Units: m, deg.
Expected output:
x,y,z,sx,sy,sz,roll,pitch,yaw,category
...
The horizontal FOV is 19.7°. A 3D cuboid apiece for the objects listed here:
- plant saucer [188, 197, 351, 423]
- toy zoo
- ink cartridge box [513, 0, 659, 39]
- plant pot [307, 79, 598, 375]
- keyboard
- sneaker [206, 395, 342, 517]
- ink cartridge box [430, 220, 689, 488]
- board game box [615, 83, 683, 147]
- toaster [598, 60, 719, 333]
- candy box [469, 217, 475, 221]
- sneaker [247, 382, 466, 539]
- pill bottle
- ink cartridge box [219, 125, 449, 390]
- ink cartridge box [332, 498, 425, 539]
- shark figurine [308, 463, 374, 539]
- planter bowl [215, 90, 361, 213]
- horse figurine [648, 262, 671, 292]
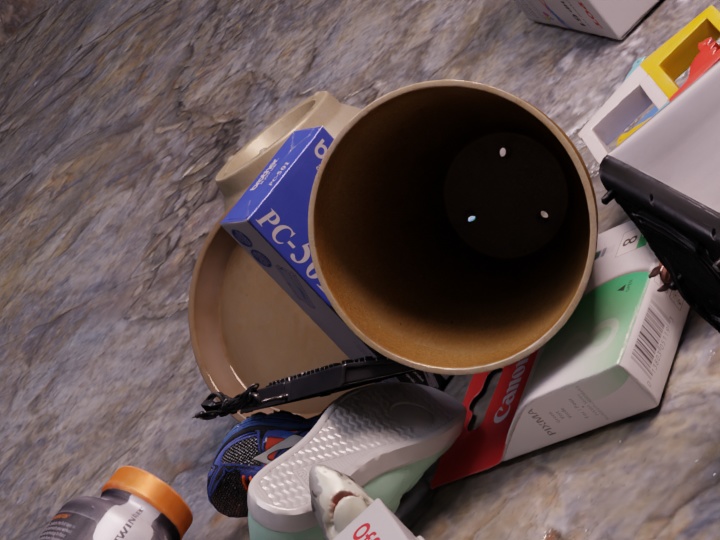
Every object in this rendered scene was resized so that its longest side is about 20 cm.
x,y,z,sx,sy,sz,roll,pitch,yaw,category
-0.048,0.030,1.604,0.200,0.201,0.029,-31,-19,29,plant saucer
0.214,-0.107,1.394,0.131,0.020,0.200,-44,23,12,toy zoo
0.170,-0.286,1.799,0.085,0.145,0.200,-46,21,-6,ink cartridge box
0.079,-0.041,1.395,0.186,0.187,0.200,-37,-1,16,plant pot
-0.040,0.079,1.420,0.127,0.021,0.200,-11,-5,-24,keyboard
-0.045,0.144,1.481,0.200,0.075,0.079,-25,31,43,sneaker
0.128,0.050,1.385,0.200,0.050,0.161,-23,29,39,ink cartridge box
0.260,-0.117,1.468,0.200,0.039,0.158,-37,8,24,board game box
0.237,-0.011,1.129,0.119,0.181,0.200,-41,22,-3,toaster
0.056,-0.003,1.638,0.200,0.026,0.102,-34,19,23,candy box
-0.007,0.155,1.376,0.074,0.118,0.200,28,38,30,sneaker
-0.206,0.241,1.534,0.106,0.106,0.200,-11,38,54,pill bottle
0.000,0.000,1.491,0.094,0.200,0.044,-52,23,-22,ink cartridge box
0.000,0.253,1.093,0.200,0.145,0.145,-43,21,1,ink cartridge box
-0.008,0.241,1.263,0.090,0.128,0.215,122,169,-73,shark figurine
-0.034,-0.062,1.712,0.200,0.135,0.200,-36,13,10,planter bowl
0.267,-0.063,1.343,0.132,0.050,0.200,-26,27,36,horse figurine
